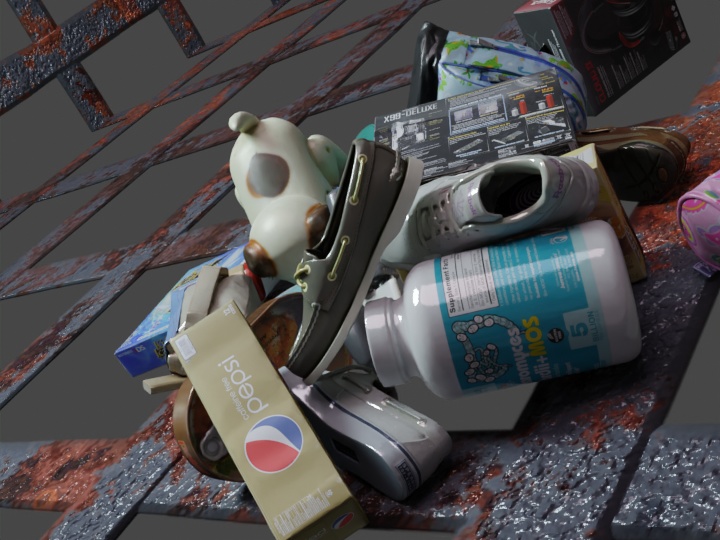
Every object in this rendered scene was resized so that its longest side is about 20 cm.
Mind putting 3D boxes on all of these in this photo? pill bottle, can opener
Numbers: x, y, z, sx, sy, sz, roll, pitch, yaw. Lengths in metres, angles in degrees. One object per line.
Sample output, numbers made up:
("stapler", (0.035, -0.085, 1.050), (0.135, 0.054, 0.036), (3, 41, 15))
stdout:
("pill bottle", (0.107, 0.036, 0.784), (0.199, 0.111, 0.111), (-14, 25, 10))
("can opener", (0.000, 0.000, 0.973), (0.067, 0.201, 0.053), (5, -32, -42))

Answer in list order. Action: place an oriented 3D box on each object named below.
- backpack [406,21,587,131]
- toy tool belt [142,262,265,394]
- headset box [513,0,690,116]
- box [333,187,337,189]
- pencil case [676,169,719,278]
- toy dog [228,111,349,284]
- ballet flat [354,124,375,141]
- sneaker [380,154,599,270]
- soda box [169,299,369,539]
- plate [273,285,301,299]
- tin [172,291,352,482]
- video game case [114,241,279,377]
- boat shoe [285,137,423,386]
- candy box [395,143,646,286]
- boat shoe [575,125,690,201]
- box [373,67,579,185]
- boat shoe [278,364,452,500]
("backpack", (0.157, -0.180, 1.147), (0.199, 0.164, 0.154), (5, 38, -5))
("toy tool belt", (-0.159, 0.058, 1.035), (0.122, 0.125, 0.200), (-21, 22, 2))
("headset box", (0.291, -0.292, 1.242), (0.200, 0.149, 0.075), (-37, 23, -18))
("box", (0.041, -0.087, 1.252), (0.199, 0.050, 0.199), (-22, 26, 22))
("pencil case", (0.346, -0.076, 0.809), (0.200, 0.088, 0.087), (-37, 23, -13))
("toy dog", (-0.070, -0.070, 1.106), (0.139, 0.194, 0.201), (-20, 44, 4))
("ballet flat", (0.030, -0.107, 1.157), (0.069, 0.071, 0.200), (-44, 20, 17))
("sneaker", (0.082, -0.052, 0.806), (0.199, 0.075, 0.099), (-19, -12, 30))
("soda box", (-0.073, 0.124, 0.790), (0.064, 0.068, 0.200), (-31, 58, -5))
("plate", (-0.063, 0.064, 1.093), (0.199, 0.026, 0.200), (-25, 22, 11))
("tin", (-0.086, 0.105, 0.923), (0.200, 0.112, 0.042), (-45, 15, -35))
("video game case", (-0.186, 0.037, 1.245), (0.199, 0.046, 0.181), (-22, 21, 39))
("boat shoe", (-0.018, -0.007, 0.809), (0.203, 0.060, 0.072), (-65, 11, 8))
("candy box", (0.136, -0.017, 0.896), (0.199, 0.116, 0.055), (-21, 23, 21))
("boat shoe", (0.242, -0.109, 1.031), (0.199, 0.076, 0.074), (8, 37, 45))
("box", (0.111, -0.122, 1.006), (0.199, 0.050, 0.158), (-14, 34, 11))
("boat shoe", (0.005, 0.112, 0.840), (0.086, 0.075, 0.202), (-33, 28, -23))
